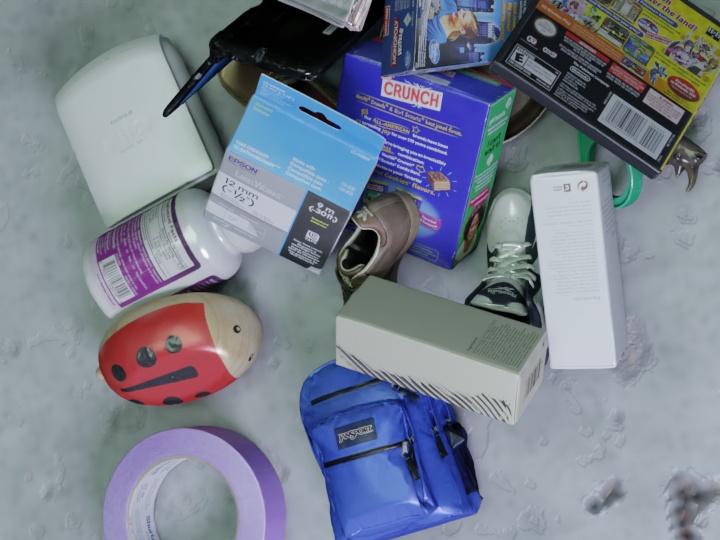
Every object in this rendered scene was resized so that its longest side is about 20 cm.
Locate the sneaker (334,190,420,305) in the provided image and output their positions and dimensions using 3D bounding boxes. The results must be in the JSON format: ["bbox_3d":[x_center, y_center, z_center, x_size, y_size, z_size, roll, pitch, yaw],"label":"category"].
[{"bbox_3d":[0.000,0.000,1.525,0.070,0.075,0.200,48,138,35],"label":"sneaker"}]

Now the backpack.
[{"bbox_3d":[0.027,0.176,1.517,0.162,0.168,0.200,-17,77,10],"label":"backpack"}]

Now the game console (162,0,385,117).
[{"bbox_3d":[-0.089,-0.227,1.536,0.176,0.200,0.117,19,128,15],"label":"game console"}]

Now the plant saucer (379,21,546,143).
[{"bbox_3d":[0.119,-0.232,1.559,0.200,0.032,0.201,1,99,7],"label":"plant saucer"}]

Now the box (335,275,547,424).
[{"bbox_3d":[0.079,0.077,1.439,0.200,0.082,0.068,18,130,22],"label":"box"}]

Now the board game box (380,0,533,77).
[{"bbox_3d":[0.124,-0.284,1.463,0.062,0.200,0.200,1,87,57],"label":"board game box"}]

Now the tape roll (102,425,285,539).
[{"bbox_3d":[-0.188,0.277,1.632,0.200,0.066,0.201,-2,85,19],"label":"tape roll"}]

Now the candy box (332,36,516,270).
[{"bbox_3d":[0.057,-0.125,1.530,0.169,0.077,0.200,23,124,18],"label":"candy box"}]

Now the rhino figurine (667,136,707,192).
[{"bbox_3d":[0.299,-0.171,1.503,0.087,0.060,0.200,-25,80,11],"label":"rhino figurine"}]

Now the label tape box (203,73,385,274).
[{"bbox_3d":[-0.071,-0.094,1.483,0.143,0.200,0.066,27,59,-2],"label":"label tape box"}]

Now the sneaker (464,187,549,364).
[{"bbox_3d":[0.156,0.009,1.501,0.079,0.130,0.200,3,88,17],"label":"sneaker"}]

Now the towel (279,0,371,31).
[{"bbox_3d":[-0.050,-0.358,1.436,0.200,0.032,0.191,27,103,29],"label":"towel"}]

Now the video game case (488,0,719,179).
[{"bbox_3d":[0.257,-0.218,1.449,0.200,0.026,0.181,34,73,-1],"label":"video game case"}]

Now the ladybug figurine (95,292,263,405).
[{"bbox_3d":[-0.205,0.097,1.615,0.200,0.072,0.136,-20,124,13],"label":"ladybug figurine"}]

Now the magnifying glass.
[{"bbox_3d":[0.241,-0.160,1.511,0.080,0.022,0.200,-28,79,60],"label":"magnifying glass"}]

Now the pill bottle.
[{"bbox_3d":[-0.205,-0.024,1.633,0.200,0.112,0.112,-26,79,15],"label":"pill bottle"}]

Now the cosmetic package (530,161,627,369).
[{"bbox_3d":[0.224,-0.007,1.473,0.074,0.102,0.200,-3,98,18],"label":"cosmetic package"}]

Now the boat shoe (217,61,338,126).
[{"bbox_3d":[-0.082,-0.199,1.626,0.200,0.066,0.074,25,95,20],"label":"boat shoe"}]

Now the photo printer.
[{"bbox_3d":[-0.258,-0.165,1.682,0.166,0.069,0.200,-27,79,15],"label":"photo printer"}]
